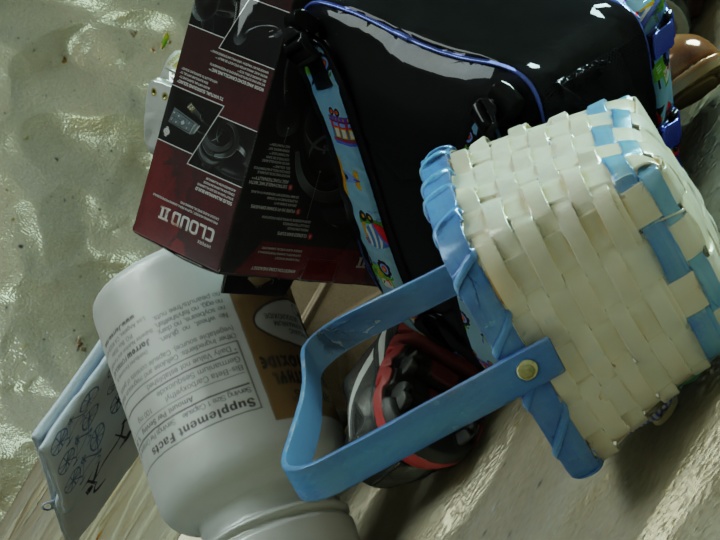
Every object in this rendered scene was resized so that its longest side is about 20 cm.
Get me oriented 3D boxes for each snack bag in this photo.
[{"bbox_3d":[-0.146,0.079,1.545,0.189,0.021,0.200,-56,-14,-24],"label":"snack bag"}]

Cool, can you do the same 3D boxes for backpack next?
[{"bbox_3d":[0.072,-0.051,1.201,0.134,0.200,0.182,-34,39,-30],"label":"backpack"}]

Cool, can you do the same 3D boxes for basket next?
[{"bbox_3d":[0.059,0.021,1.031,0.200,0.139,0.176,-24,18,11],"label":"basket"}]

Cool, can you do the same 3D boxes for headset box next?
[{"bbox_3d":[-0.027,-0.079,1.282,0.077,0.149,0.200,26,105,40],"label":"headset box"}]

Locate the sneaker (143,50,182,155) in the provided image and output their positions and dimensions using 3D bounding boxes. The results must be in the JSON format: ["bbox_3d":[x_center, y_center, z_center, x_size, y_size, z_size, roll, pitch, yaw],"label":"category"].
[{"bbox_3d":[-0.092,-0.116,1.580,0.074,0.116,0.200,-25,-27,-37],"label":"sneaker"}]

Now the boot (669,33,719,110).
[{"bbox_3d":[0.113,-0.146,1.284,0.074,0.155,0.200,-27,6,-20],"label":"boot"}]

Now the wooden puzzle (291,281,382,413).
[{"bbox_3d":[0.000,0.000,1.465,0.185,0.200,0.046,-60,-25,-22],"label":"wooden puzzle"}]

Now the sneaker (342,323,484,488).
[{"bbox_3d":[0.039,0.045,1.346,0.098,0.071,0.201,-45,16,45],"label":"sneaker"}]

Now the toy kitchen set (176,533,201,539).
[{"bbox_3d":[-0.146,0.206,1.545,0.181,0.200,0.163,-58,-33,-11],"label":"toy kitchen set"}]

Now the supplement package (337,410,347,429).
[{"bbox_3d":[-0.031,0.020,1.576,0.200,0.111,0.156,-60,-6,-20],"label":"supplement package"}]

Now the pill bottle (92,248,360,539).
[{"bbox_3d":[-0.070,0.091,1.351,0.114,0.114,0.200,-47,57,49],"label":"pill bottle"}]

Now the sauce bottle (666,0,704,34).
[{"bbox_3d":[0.177,-0.178,1.418,0.066,0.066,0.200,-53,12,26],"label":"sauce bottle"}]
